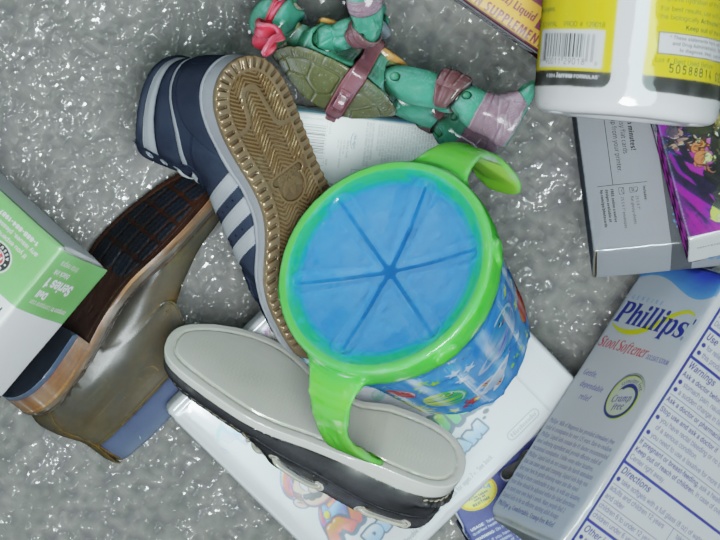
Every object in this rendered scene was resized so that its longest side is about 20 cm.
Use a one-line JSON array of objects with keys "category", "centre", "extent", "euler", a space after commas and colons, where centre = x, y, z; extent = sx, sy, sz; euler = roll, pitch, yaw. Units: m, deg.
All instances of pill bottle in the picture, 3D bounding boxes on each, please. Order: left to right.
[{"category": "pill bottle", "centre": [0.165, -0.188, 1.496], "extent": [0.111, 0.111, 0.201], "euler": [5, 92, -7]}]

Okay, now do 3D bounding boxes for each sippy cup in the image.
[{"category": "sippy cup", "centre": [0.037, 0.022, 1.524], "extent": [0.178, 0.130, 0.140], "euler": [-33, 57, 7]}]

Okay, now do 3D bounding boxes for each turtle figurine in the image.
[{"category": "turtle figurine", "centre": [0.006, -0.135, 1.556], "extent": [0.200, 0.150, 0.101], "euler": [31, 90, -4]}]

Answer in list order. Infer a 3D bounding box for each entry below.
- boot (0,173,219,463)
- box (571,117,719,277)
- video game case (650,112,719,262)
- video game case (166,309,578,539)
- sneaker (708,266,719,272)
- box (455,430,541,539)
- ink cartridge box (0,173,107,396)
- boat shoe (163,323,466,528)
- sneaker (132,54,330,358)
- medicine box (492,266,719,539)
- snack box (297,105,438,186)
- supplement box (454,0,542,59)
[{"category": "boot", "centre": [-0.134, 0.028, 1.623], "extent": [0.200, 0.075, 0.097], "euler": [-48, 125, -5]}, {"category": "box", "centre": [0.235, -0.081, 1.595], "extent": [0.199, 0.041, 0.156], "euler": [-5, 63, 1]}, {"category": "video game case", "centre": [0.265, -0.115, 1.567], "extent": [0.181, 0.036, 0.200], "euler": [-11, 63, 1]}, {"category": "video game case", "centre": [0.009, 0.080, 1.618], "extent": [0.200, 0.024, 0.182], "euler": [-44, 103, 0]}, {"category": "sneaker", "centre": [0.300, -0.054, 1.650], "extent": [0.200, 0.076, 0.077], "euler": [-39, 74, -2]}, {"category": "box", "centre": [0.147, 0.196, 1.685], "extent": [0.121, 0.032, 0.200], "euler": [-28, 103, -2]}, {"category": "ink cartridge box", "centre": [-0.279, 0.025, 1.562], "extent": [0.146, 0.084, 0.200], "euler": [40, 92, 15]}, {"category": "boat shoe", "centre": [-0.034, 0.098, 1.571], "extent": [0.200, 0.074, 0.060], "euler": [23, 132, -5]}, {"category": "sneaker", "centre": [-0.073, -0.044, 1.565], "extent": [0.070, 0.108, 0.200], "euler": [-32, 117, -30]}, {"category": "medicine box", "centre": [0.218, 0.127, 1.613], "extent": [0.182, 0.103, 0.200], "euler": [37, 81, -23]}, {"category": "snack box", "centre": [0.000, 0.000, 1.635], "extent": [0.116, 0.037, 0.201], "euler": [6, 98, -9]}, {"category": "supplement box", "centre": [0.130, -0.241, 1.588], "extent": [0.110, 0.086, 0.200], "euler": [33, 94, -10]}]
